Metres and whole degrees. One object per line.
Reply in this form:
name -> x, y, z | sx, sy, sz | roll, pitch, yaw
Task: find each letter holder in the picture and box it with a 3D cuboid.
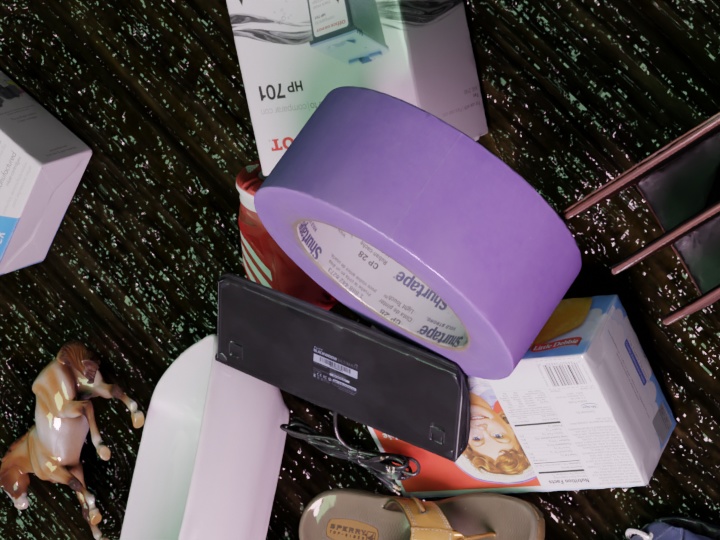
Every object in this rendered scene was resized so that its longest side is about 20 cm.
letter holder -> 0.238, -0.050, 1.494 | 0.200, 0.142, 0.101 | -33, 84, 36

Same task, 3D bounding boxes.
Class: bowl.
bowl -> -0.115, 0.162, 1.773 | 0.200, 0.074, 0.201 | 143, 141, -64

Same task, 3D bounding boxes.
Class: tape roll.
tape roll -> 0.036, -0.023, 1.548 | 0.200, 0.200, 0.085 | 30, 74, 24

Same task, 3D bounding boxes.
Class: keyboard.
keyboard -> -0.014, 0.081, 1.657 | 0.199, 0.021, 0.128 | 22, 129, 25

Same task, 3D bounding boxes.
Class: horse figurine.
horse figurine -> -0.228, 0.127, 1.913 | 0.133, 0.050, 0.201 | 45, 134, 37

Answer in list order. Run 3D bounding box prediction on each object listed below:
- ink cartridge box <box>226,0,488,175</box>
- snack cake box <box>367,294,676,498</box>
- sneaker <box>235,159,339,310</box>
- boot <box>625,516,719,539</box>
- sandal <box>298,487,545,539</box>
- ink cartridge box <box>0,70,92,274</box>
ink cartridge box -> -0.009, -0.175, 1.662 | 0.146, 0.086, 0.201 | -6, 99, 35
snack cake box -> 0.100, 0.088, 1.653 | 0.199, 0.067, 0.115 | -6, 125, 35
sneaker -> 0.000, 0.000, 1.730 | 0.200, 0.078, 0.116 | 26, 133, 27
boot -> 0.186, 0.207, 1.658 | 0.199, 0.073, 0.091 | 8, 101, 24
sandal -> 0.033, 0.184, 1.666 | 0.199, 0.054, 0.081 | 4, 76, 34
ink cartridge box -> -0.317, -0.103, 1.901 | 0.200, 0.068, 0.115 | 40, 122, 19
